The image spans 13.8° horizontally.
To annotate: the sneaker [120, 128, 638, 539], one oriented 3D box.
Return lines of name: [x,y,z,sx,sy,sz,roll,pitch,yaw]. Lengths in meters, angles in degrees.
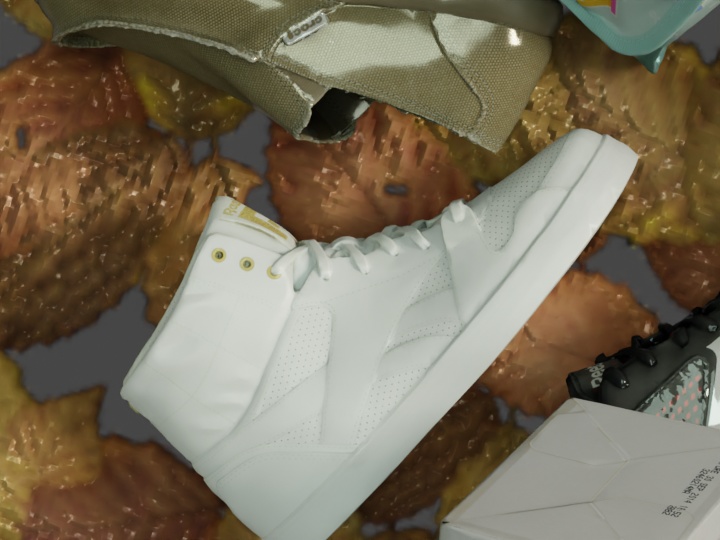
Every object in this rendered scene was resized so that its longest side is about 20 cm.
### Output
sneaker: [0.000,0.000,1.093,0.116,0.074,0.200,43,94,0]

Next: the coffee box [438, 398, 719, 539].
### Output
coffee box: [0.080,0.161,1.025,0.080,0.113,0.200,12,115,24]

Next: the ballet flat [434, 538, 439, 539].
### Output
ballet flat: [0.017,0.195,1.104,0.065,0.071,0.200,24,94,-23]

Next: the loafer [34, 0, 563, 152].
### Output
loafer: [-0.028,-0.081,1.084,0.200,0.076,0.068,6,88,18]

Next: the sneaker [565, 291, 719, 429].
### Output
sneaker: [0.132,0.040,1.084,0.098,0.071,0.201,31,93,1]

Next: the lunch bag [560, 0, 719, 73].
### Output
lunch bag: [0.080,-0.164,1.025,0.170,0.200,0.122,45,92,2]
